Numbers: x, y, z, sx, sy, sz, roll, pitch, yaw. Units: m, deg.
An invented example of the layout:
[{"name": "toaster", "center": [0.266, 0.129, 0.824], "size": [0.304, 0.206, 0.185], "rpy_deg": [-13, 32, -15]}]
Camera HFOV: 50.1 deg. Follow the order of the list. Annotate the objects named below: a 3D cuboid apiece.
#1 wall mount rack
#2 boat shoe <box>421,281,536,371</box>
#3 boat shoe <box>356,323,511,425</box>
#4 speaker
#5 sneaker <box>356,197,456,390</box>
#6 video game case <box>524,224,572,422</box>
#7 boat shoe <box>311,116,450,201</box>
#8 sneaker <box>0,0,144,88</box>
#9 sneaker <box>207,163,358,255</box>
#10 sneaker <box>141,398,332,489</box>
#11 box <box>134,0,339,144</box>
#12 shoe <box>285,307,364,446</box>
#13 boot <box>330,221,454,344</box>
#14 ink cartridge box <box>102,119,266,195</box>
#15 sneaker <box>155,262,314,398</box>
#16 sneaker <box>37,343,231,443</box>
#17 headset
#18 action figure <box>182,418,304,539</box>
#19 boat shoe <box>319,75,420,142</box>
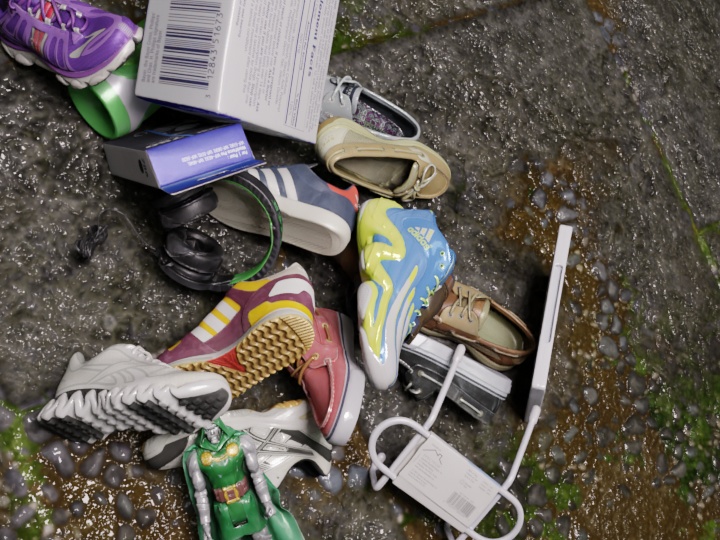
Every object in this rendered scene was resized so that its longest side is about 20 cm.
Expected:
[{"name": "wall mount rack", "center": [0.106, 0.193, 0.832], "size": [0.199, 0.075, 0.175], "rpy_deg": [38, 97, -11]}, {"name": "boat shoe", "center": [0.127, 0.049, 0.918], "size": [0.197, 0.074, 0.077], "rpy_deg": [29, 64, -16]}, {"name": "boat shoe", "center": [0.078, 0.117, 0.876], "size": [0.196, 0.072, 0.072], "rpy_deg": [26, 87, -6]}, {"name": "speaker", "center": [-0.213, -0.229, 0.825], "size": [0.089, 0.088, 0.200], "rpy_deg": [46, 61, -7]}, {"name": "sneaker", "center": [0.048, 0.017, 0.766], "size": [0.102, 0.076, 0.205], "rpy_deg": [-2, 66, 1]}, {"name": "video game case", "center": [0.227, 0.068, 0.933], "size": [0.018, 0.144, 0.204], "rpy_deg": [11, 67, 13]}, {"name": "boat shoe", "center": [0.033, -0.117, 0.899], "size": [0.198, 0.073, 0.064], "rpy_deg": [18, 35, -39]}, {"name": "sneaker", "center": [-0.293, -0.234, 0.734], "size": [0.196, 0.084, 0.082], "rpy_deg": [18, 63, 26]}, {"name": "sneaker", "center": [-0.093, -0.087, 0.833], "size": [0.196, 0.076, 0.086], "rpy_deg": [22, 56, 5]}, {"name": "sneaker", "center": [-0.113, 0.182, 0.760], "size": [0.195, 0.075, 0.090], "rpy_deg": [-4, 77, -27]}, {"name": "box", "center": [-0.114, -0.239, 0.771], "size": [0.199, 0.103, 0.189], "rpy_deg": [0, 102, -67]}, {"name": "shoe", "center": [-0.052, 0.094, 0.773], "size": [0.089, 0.073, 0.201], "rpy_deg": [22, 22, -14]}, {"name": "boot", "center": [0.000, 0.000, 0.840], "size": [0.196, 0.076, 0.098], "rpy_deg": [26, 50, 9]}, {"name": "ink cartridge box", "center": [-0.176, -0.115, 0.747], "size": [0.098, 0.198, 0.040], "rpy_deg": [-23, 113, -28]}, {"name": "sneaker", "center": [-0.126, 0.066, 0.754], "size": [0.075, 0.197, 0.091], "rpy_deg": [51, 23, -36]}, {"name": "sneaker", "center": [-0.201, 0.102, 0.690], "size": [0.076, 0.195, 0.083], "rpy_deg": [55, 36, -47]}, {"name": "headset", "center": [-0.177, -0.036, 0.767], "size": [0.194, 0.094, 0.127], "rpy_deg": [0, 111, 4]}, {"name": "action figure", "center": [-0.114, 0.222, 0.714], "size": [0.116, 0.055, 0.205], "rpy_deg": [-18, 103, -12]}, {"name": "boat shoe", "center": [-0.015, -0.200, 0.922], "size": [0.197, 0.071, 0.072], "rpy_deg": [25, 66, -18]}]
